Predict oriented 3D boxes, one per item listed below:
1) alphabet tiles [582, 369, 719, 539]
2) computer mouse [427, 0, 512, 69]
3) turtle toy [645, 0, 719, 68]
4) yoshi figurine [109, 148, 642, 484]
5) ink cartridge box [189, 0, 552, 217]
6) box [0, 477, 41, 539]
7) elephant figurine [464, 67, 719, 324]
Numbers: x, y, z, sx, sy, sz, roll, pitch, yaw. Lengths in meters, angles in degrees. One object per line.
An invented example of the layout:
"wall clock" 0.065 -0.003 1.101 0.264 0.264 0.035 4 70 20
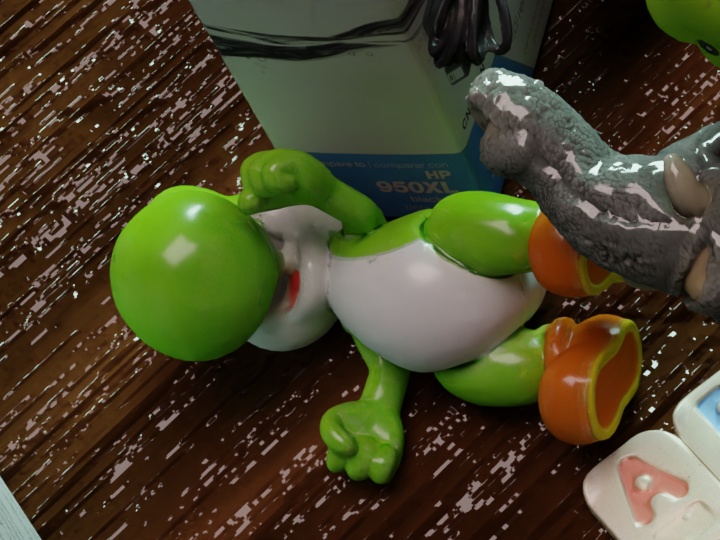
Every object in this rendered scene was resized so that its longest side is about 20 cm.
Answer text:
"alphabet tiles" 0.172 0.097 0.669 0.200 0.015 0.196 -37 53 -5
"computer mouse" 0.080 -0.136 0.772 0.044 0.200 0.110 0 98 35
"turtle toy" 0.165 -0.115 0.582 0.101 0.146 0.200 -30 3 -37
"yoshi figurine" -0.007 0.009 0.741 0.200 0.112 0.112 8 67 28
"ink cartridge box" 0.003 -0.132 0.769 0.084 0.200 0.145 4 60 23
"box" -0.218 0.122 0.727 0.199 0.131 0.200 -37 53 -5
"elephant figurine" 0.152 0.001 0.642 0.141 0.155 0.200 -37 56 24
